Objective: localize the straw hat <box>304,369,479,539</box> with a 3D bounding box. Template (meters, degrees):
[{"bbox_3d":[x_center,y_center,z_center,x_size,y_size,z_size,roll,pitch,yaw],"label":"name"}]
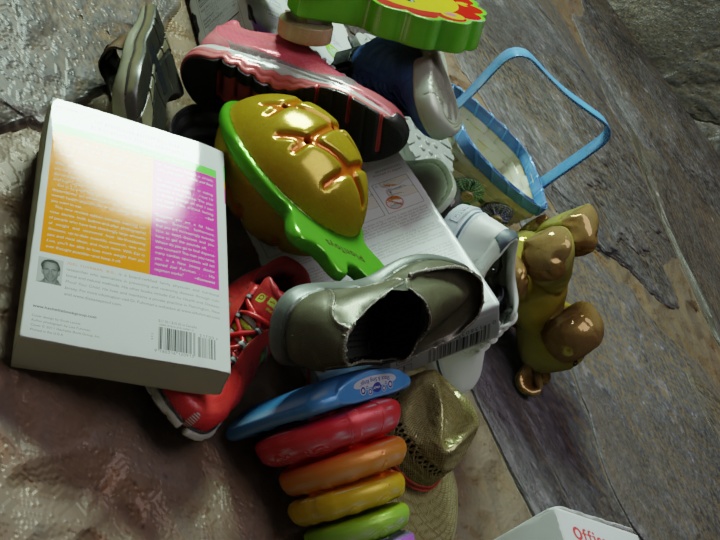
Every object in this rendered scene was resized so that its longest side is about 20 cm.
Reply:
[{"bbox_3d":[0.048,0.128,0.930,0.201,0.085,0.202,39,31,-29],"label":"straw hat"}]

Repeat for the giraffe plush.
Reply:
[{"bbox_3d":[0.191,0.040,1.221,0.163,0.172,0.200,63,-8,-5],"label":"giraffe plush"}]

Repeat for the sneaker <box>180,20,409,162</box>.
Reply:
[{"bbox_3d":[-0.046,-0.162,0.965,0.199,0.074,0.087,21,51,1],"label":"sneaker"}]

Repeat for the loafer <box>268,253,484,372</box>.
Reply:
[{"bbox_3d":[0.027,0.038,0.804,0.199,0.069,0.076,-15,115,-44],"label":"loafer"}]

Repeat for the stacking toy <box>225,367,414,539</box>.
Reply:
[{"bbox_3d":[-0.004,0.176,0.803,0.116,0.109,0.201,-6,78,-51],"label":"stacking toy"}]

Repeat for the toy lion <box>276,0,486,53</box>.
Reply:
[{"bbox_3d":[0.009,-0.244,1.016,0.190,0.069,0.200,2,29,-24],"label":"toy lion"}]

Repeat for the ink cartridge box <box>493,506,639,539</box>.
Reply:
[{"bbox_3d":[0.198,0.315,0.958,0.144,0.084,0.201,27,39,-43],"label":"ink cartridge box"}]

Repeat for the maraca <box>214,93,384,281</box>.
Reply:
[{"bbox_3d":[-0.044,-0.059,0.877,0.137,0.107,0.201,19,31,-48],"label":"maraca"}]

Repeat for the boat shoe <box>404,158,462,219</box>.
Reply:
[{"bbox_3d":[0.051,-0.065,1.090,0.061,0.072,0.201,51,-8,-23],"label":"boat shoe"}]

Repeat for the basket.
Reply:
[{"bbox_3d":[0.157,-0.136,1.269,0.176,0.200,0.140,31,27,-32],"label":"basket"}]

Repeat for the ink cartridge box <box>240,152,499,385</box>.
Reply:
[{"bbox_3d":[0.000,0.000,0.952,0.050,0.161,0.200,85,-19,-48],"label":"ink cartridge box"}]

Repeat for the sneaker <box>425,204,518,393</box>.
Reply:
[{"bbox_3d":[0.101,0.040,1.024,0.073,0.201,0.071,-31,46,-33],"label":"sneaker"}]

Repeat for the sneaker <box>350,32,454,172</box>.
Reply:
[{"bbox_3d":[0.028,-0.153,1.210,0.076,0.080,0.201,6,51,-51],"label":"sneaker"}]

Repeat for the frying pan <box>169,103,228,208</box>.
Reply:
[{"bbox_3d":[-0.131,-0.080,0.932,0.115,0.031,0.190,48,39,8],"label":"frying pan"}]

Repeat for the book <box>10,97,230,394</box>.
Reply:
[{"bbox_3d":[-0.154,-0.017,0.766,0.133,0.048,0.201,12,46,-20],"label":"book"}]

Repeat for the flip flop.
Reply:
[{"bbox_3d":[-0.181,-0.152,0.908,0.200,0.057,0.082,-92,169,-59],"label":"flip flop"}]

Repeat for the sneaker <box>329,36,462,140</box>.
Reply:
[{"bbox_3d":[0.024,-0.158,1.033,0.201,0.111,0.077,-95,158,-55],"label":"sneaker"}]

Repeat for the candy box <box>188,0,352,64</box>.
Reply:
[{"bbox_3d":[-0.073,-0.199,1.121,0.167,0.071,0.201,21,43,-47],"label":"candy box"}]

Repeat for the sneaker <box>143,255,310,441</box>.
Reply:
[{"bbox_3d":[-0.089,0.042,0.811,0.077,0.085,0.200,47,28,-10],"label":"sneaker"}]
